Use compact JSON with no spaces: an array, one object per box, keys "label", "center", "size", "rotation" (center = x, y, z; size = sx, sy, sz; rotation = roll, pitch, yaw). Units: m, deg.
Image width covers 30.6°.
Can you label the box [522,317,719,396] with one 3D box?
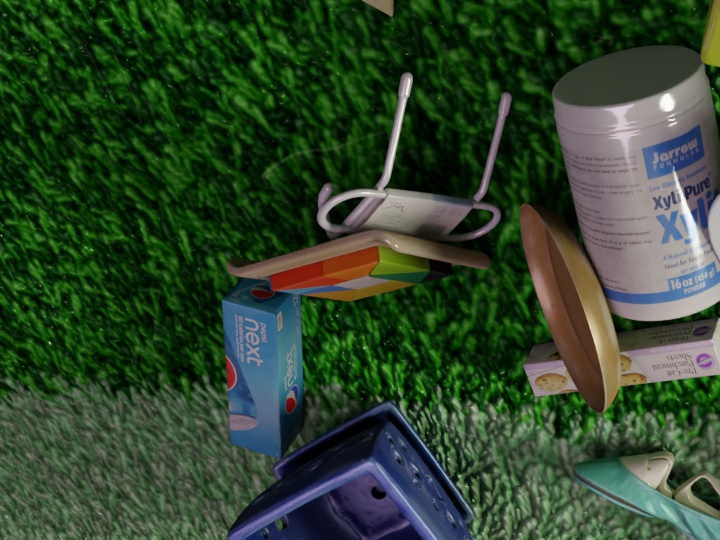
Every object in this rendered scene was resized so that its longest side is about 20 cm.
[{"label":"box","center":[0.254,0.085,1.270],"size":[0.198,0.039,0.042],"rotation":[-10,115,33]}]

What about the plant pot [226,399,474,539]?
[{"label":"plant pot","center":[0.005,0.270,1.414],"size":[0.199,0.180,0.201],"rotation":[-32,103,20]}]

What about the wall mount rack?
[{"label":"wall mount rack","center":[0.054,-0.090,1.205],"size":[0.174,0.198,0.075],"rotation":[-47,51,42]}]

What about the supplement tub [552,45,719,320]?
[{"label":"supplement tub","center":[0.243,-0.072,1.114],"size":[0.131,0.132,0.202],"rotation":[-3,120,29]}]

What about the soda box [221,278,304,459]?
[{"label":"soda box","center":[-0.107,0.107,1.463],"size":[0.067,0.064,0.202],"rotation":[14,125,20]}]

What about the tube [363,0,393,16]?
[{"label":"tube","center":[0.008,-0.295,1.126],"size":[0.200,0.051,0.059],"rotation":[104,149,-63]}]

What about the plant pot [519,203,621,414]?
[{"label":"plant pot","center":[0.192,0.030,1.193],"size":[0.027,0.200,0.202],"rotation":[-20,114,-2]}]

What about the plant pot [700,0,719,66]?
[{"label":"plant pot","center":[0.350,-0.247,0.907],"size":[0.180,0.200,0.201],"rotation":[15,126,12]}]

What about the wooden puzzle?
[{"label":"wooden puzzle","center":[0.000,0.000,1.272],"size":[0.198,0.184,0.038],"rotation":[-9,79,34]}]

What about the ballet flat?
[{"label":"ballet flat","center":[0.314,0.222,1.320],"size":[0.199,0.067,0.071],"rotation":[28,105,10]}]

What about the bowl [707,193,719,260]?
[{"label":"bowl","center":[0.379,-0.029,1.021],"size":[0.200,0.091,0.202],"rotation":[34,160,14]}]
